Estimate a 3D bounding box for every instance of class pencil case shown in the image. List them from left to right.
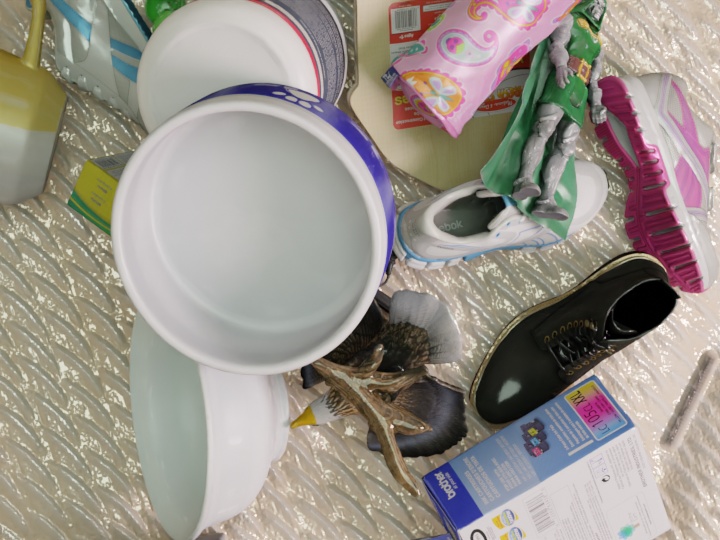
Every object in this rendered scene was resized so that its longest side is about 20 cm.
[{"bbox_3d":[0.108,-0.201,1.300,0.087,0.087,0.200,44,95,0],"label":"pencil case"}]

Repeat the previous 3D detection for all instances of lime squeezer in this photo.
[{"bbox_3d":[-0.167,-0.220,1.353,0.037,0.071,0.201,-25,44,4],"label":"lime squeezer"}]

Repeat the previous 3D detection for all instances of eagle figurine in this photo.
[{"bbox_3d":[0.010,0.087,1.294,0.149,0.200,0.154,3,92,8],"label":"eagle figurine"}]

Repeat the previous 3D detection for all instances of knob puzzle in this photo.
[{"bbox_3d":[0.080,-0.161,1.372,0.217,0.030,0.222,-8,115,-16],"label":"knob puzzle"}]

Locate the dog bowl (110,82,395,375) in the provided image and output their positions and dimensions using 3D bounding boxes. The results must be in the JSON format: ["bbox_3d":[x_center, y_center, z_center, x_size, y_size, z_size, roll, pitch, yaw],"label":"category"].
[{"bbox_3d":[-0.075,-0.031,1.182,0.198,0.079,0.202,3,108,10],"label":"dog bowl"}]

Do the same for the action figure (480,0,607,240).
[{"bbox_3d":[0.165,-0.142,1.331,0.118,0.054,0.202,36,63,-43],"label":"action figure"}]

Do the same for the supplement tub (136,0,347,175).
[{"bbox_3d":[-0.086,-0.159,1.293,0.139,0.200,0.142,3,109,9],"label":"supplement tub"}]

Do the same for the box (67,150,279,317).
[{"bbox_3d":[-0.125,-0.024,1.317,0.199,0.117,0.049,34,111,15],"label":"box"}]

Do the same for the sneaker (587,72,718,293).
[{"bbox_3d":[0.269,-0.080,1.382,0.088,0.081,0.202,-24,101,-25],"label":"sneaker"}]

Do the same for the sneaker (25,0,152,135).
[{"bbox_3d":[-0.205,-0.169,1.372,0.080,0.077,0.201,-33,82,3],"label":"sneaker"}]

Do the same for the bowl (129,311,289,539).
[{"bbox_3d":[-0.115,0.111,1.310,0.089,0.201,0.203,-6,86,-25],"label":"bowl"}]

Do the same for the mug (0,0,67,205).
[{"bbox_3d":[-0.317,-0.134,1.316,0.152,0.187,0.150,16,48,-10],"label":"mug"}]

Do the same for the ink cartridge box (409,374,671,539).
[{"bbox_3d":[0.139,0.197,1.330,0.199,0.076,0.137,-30,129,-6],"label":"ink cartridge box"}]

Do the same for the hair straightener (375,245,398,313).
[{"bbox_3d":[0.000,0.000,1.389,0.200,0.041,0.077,43,85,5],"label":"hair straightener"}]

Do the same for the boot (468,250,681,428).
[{"bbox_3d":[0.171,0.060,1.332,0.200,0.138,0.077,-44,93,6],"label":"boot"}]

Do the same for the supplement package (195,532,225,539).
[{"bbox_3d":[-0.174,0.281,1.276,0.154,0.200,0.112,-9,87,-4],"label":"supplement package"}]

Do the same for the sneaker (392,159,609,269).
[{"bbox_3d":[0.127,-0.050,1.359,0.198,0.087,0.076,-18,85,-18],"label":"sneaker"}]
